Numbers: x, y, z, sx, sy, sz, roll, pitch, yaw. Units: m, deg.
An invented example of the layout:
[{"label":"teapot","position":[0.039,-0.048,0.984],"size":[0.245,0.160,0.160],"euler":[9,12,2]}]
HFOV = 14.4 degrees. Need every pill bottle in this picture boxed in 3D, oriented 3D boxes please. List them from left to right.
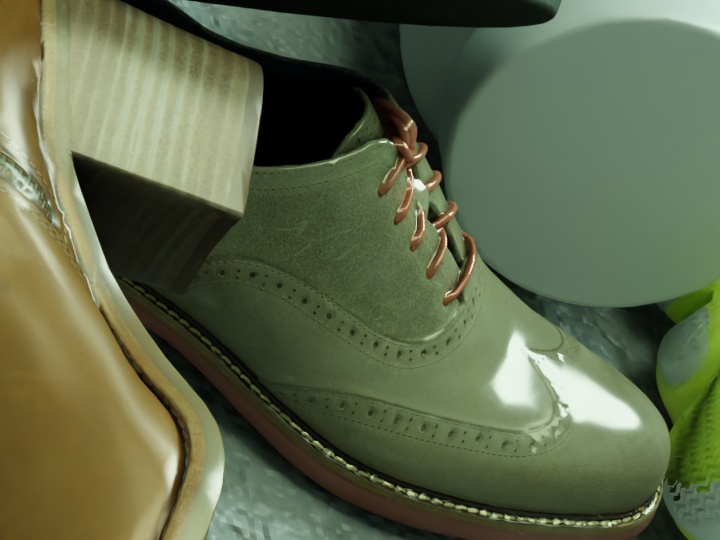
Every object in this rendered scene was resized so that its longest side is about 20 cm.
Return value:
[{"label":"pill bottle","position":[0.066,-0.089,0.802],"size":[0.115,0.116,0.200],"euler":[27,34,-21]}]

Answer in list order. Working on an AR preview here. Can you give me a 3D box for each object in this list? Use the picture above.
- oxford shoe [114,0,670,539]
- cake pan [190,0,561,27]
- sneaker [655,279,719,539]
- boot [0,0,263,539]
[{"label":"oxford shoe","position":[0.000,0.000,0.658],"size":[0.200,0.075,0.071],"euler":[28,33,-20]},{"label":"cake pan","position":[-0.038,-0.087,0.659],"size":[0.199,0.037,0.200],"euler":[8,0,0]},{"label":"sneaker","position":[0.134,0.029,0.784],"size":[0.105,0.076,0.200],"euler":[43,37,-20]},{"label":"boot","position":[-0.106,0.015,0.544],"size":[0.154,0.074,0.201],"euler":[16,49,-14]}]
